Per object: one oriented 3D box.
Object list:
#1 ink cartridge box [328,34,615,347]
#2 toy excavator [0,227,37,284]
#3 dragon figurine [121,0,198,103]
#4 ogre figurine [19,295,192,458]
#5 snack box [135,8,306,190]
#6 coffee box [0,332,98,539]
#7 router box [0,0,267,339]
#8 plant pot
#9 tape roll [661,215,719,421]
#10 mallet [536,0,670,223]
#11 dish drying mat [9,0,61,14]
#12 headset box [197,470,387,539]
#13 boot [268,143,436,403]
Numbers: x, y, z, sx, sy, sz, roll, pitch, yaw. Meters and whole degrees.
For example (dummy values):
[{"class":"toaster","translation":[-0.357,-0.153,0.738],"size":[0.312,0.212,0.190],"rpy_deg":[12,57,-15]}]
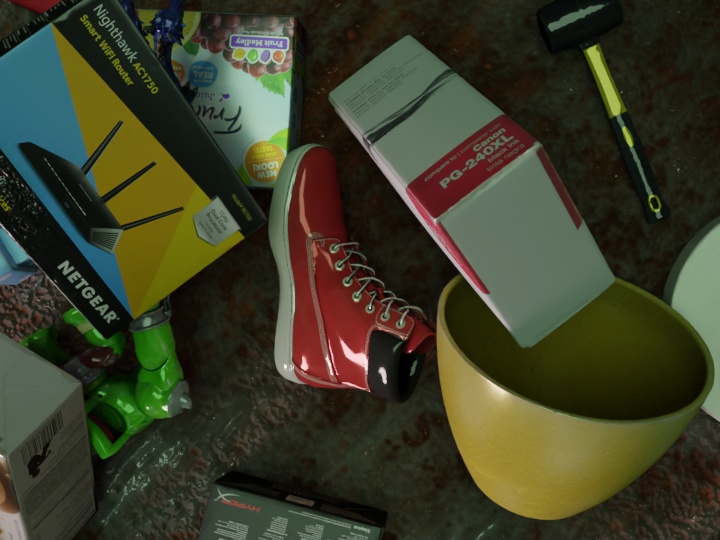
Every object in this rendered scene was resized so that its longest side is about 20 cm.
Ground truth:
[{"class":"ink cartridge box","translation":[0.074,-0.063,0.626],"size":[0.083,0.200,0.145],"rpy_deg":[-38,130,5]},{"class":"toy excavator","translation":[-0.280,-0.043,0.744],"size":[0.200,0.100,0.195],"rpy_deg":[-34,90,-2]},{"class":"dragon figurine","translation":[-0.168,-0.107,0.667],"size":[0.059,0.099,0.201],"rpy_deg":[14,95,5]},{"class":"ogre figurine","translation":[-0.221,0.089,0.732],"size":[0.199,0.098,0.120],"rpy_deg":[-29,94,9]},{"class":"snack box","translation":[-0.151,-0.144,0.740],"size":[0.199,0.053,0.143],"rpy_deg":[4,94,6]},{"class":"coffee box","translation":[-0.281,0.144,0.688],"size":[0.113,0.080,0.201],"rpy_deg":[28,138,13]},{"class":"router box","translation":[-0.179,-0.071,0.597],"size":[0.149,0.051,0.200],"rpy_deg":[-38,125,-7]},{"class":"plant pot","translation":[0.146,0.102,0.665],"size":[0.199,0.200,0.143],"rpy_deg":[12,122,6]},{"class":"tape roll","translation":[0.346,0.041,0.701],"size":[0.202,0.037,0.204],"rpy_deg":[0,92,6]},{"class":"mallet","translation":[0.217,-0.139,0.711],"size":[0.066,0.041,0.201],"rpy_deg":[-30,93,10]},{"class":"dish drying mat","translation":[-0.329,-0.289,0.772],"size":[0.199,0.018,0.077],"rpy_deg":[25,95,4]},{"class":"headset box","translation":[-0.071,0.287,0.725],"size":[0.148,0.075,0.201],"rpy_deg":[12,86,6]},{"class":"boot","translation":[0.000,0.000,0.690],"size":[0.144,0.072,0.201],"rpy_deg":[5,101,39]}]
